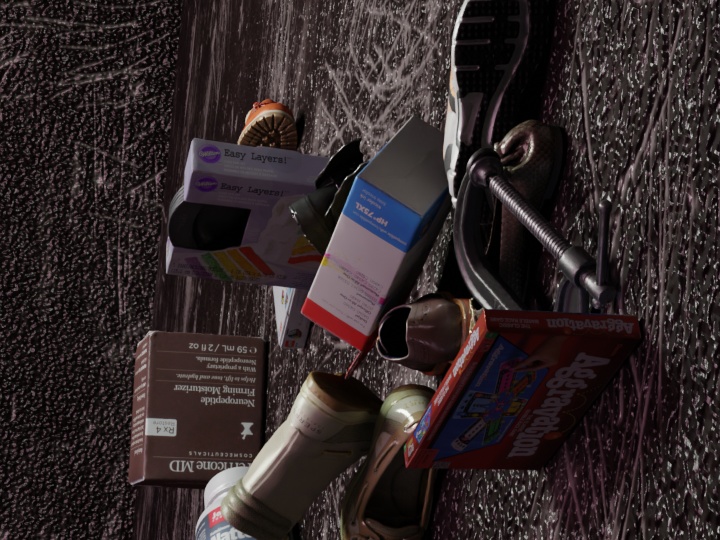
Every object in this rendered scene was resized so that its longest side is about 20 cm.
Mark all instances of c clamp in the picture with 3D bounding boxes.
[{"bbox_3d":[0.118,-0.016,1.204,0.200,0.027,0.172,46,145,49],"label":"c clamp"}]

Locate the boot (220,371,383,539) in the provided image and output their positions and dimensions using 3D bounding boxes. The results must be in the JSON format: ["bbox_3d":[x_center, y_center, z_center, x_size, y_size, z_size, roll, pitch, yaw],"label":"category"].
[{"bbox_3d":[-0.041,0.170,1.550,0.155,0.072,0.200,-54,-20,5],"label":"boot"}]

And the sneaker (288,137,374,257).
[{"bbox_3d":[-0.004,-0.057,1.740,0.060,0.104,0.200,57,-175,27],"label":"sneaker"}]

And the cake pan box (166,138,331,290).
[{"bbox_3d":[-0.111,-0.058,1.909,0.185,0.198,0.053,113,160,-47],"label":"cake pan box"}]

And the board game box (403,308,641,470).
[{"bbox_3d":[0.102,0.083,1.155,0.200,0.102,0.020,114,154,-56],"label":"board game box"}]

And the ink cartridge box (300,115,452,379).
[{"bbox_3d":[0.017,-0.017,1.484,0.116,0.067,0.201,-49,-13,-49],"label":"ink cartridge box"}]

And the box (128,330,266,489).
[{"bbox_3d":[-0.225,0.195,2.399,0.164,0.164,0.202,146,126,-73],"label":"box"}]

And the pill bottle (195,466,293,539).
[{"bbox_3d":[-0.136,0.336,2.076,0.201,0.118,0.120,-103,21,-50],"label":"pill bottle"}]

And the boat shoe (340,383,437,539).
[{"bbox_3d":[0.030,0.197,1.510,0.063,0.072,0.202,-102,27,-62],"label":"boat shoe"}]

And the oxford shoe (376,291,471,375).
[{"bbox_3d":[0.045,0.049,1.476,0.200,0.072,0.072,152,121,-75],"label":"oxford shoe"}]

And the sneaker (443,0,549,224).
[{"bbox_3d":[0.093,-0.142,1.329,0.080,0.073,0.202,-115,32,-68],"label":"sneaker"}]

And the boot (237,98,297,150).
[{"bbox_3d":[-0.125,-0.189,2.297,0.200,0.074,0.108,123,153,-67],"label":"boot"}]

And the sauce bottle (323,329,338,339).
[{"bbox_3d":[0.000,0.000,1.704,0.201,0.065,0.067,113,157,-51],"label":"sauce bottle"}]

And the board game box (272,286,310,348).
[{"bbox_3d":[-0.082,-0.022,2.132,0.127,0.034,0.201,106,162,-46],"label":"board game box"}]

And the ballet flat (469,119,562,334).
[{"bbox_3d":[0.105,-0.022,1.297,0.068,0.046,0.201,-104,22,-53],"label":"ballet flat"}]
